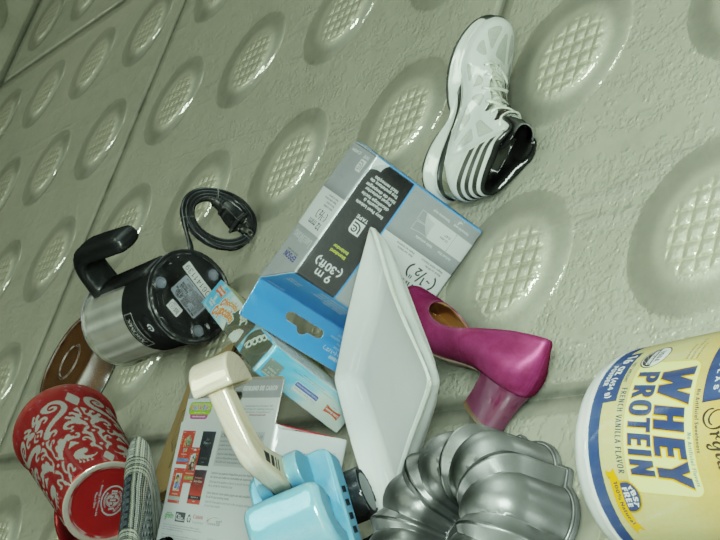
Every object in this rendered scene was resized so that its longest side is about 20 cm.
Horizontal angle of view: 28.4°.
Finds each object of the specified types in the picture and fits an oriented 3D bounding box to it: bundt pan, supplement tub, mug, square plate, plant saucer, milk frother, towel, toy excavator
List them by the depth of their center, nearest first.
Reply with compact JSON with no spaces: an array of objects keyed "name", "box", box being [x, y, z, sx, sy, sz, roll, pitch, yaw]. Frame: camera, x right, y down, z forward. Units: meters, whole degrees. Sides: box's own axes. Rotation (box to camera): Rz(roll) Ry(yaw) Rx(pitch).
[{"name":"supplement tub","box":[0.245,0.104,0.863,0.200,0.144,0.145,-20,47,51]},{"name":"bundt pan","box":[0.074,0.210,1.118,0.202,0.076,0.202,-39,35,34]},{"name":"toy excavator","box":[-0.064,0.180,1.181,0.100,0.200,0.195,-23,60,10]},{"name":"square plate","box":[0.024,0.097,1.263,0.200,0.028,0.198,-109,24,-46]},{"name":"towel","box":[-0.216,0.303,1.431,0.193,0.035,0.200,-96,5,-56]},{"name":"mug","box":[-0.325,0.253,1.722,0.133,0.178,0.200,-27,28,-16]},{"name":"milk frother","box":[-0.239,0.007,1.801,0.200,0.181,0.188,-25,5,-38]},{"name":"plant saucer","box":[-0.405,0.136,2.031,0.200,0.032,0.200,-39,33,32]}]

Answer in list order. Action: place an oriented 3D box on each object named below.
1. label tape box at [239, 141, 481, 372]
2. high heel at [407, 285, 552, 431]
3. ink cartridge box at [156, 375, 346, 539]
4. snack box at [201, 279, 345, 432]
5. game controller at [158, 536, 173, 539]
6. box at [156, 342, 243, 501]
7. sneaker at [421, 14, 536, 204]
[{"name":"label tape box","box":[0.000,0.000,1.360,0.200,0.143,0.066,-56,29,1]},{"name":"high heel","box":[0.102,0.049,1.237,0.096,0.067,0.200,-59,41,20]},{"name":"ink cartridge box","box":[-0.105,0.197,1.384,0.200,0.084,0.176,-7,69,56]},{"name":"snack box","box":[-0.087,0.084,1.457,0.037,0.116,0.200,-50,28,1]},{"name":"game controller","box":[-0.155,0.346,1.327,0.042,0.104,0.200,-19,44,-14]},{"name":"box","box":[-0.183,0.170,1.577,0.200,0.021,0.164,143,148,-67]},{"name":"sneaker","box":[0.139,-0.158,1.391,0.115,0.076,0.201,4,74,50]}]
